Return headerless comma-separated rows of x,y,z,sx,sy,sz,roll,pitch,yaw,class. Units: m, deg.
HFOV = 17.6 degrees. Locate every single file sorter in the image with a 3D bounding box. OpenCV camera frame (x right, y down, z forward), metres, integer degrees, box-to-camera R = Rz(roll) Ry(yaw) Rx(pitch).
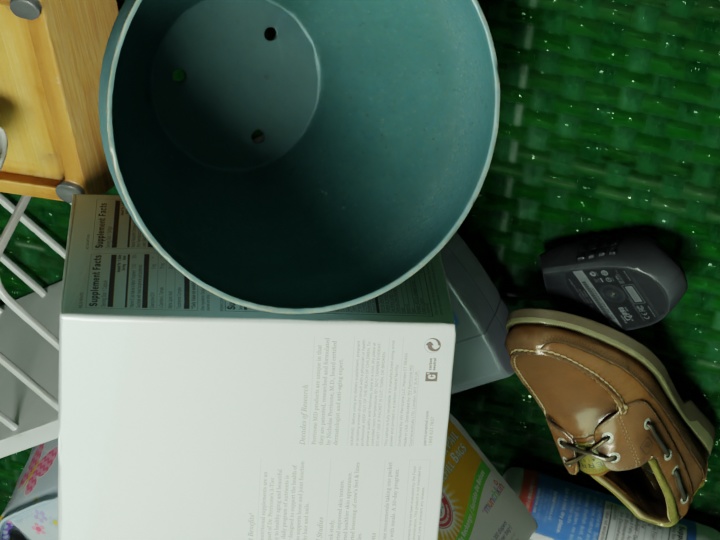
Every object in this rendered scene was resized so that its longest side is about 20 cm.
-0.219,0.019,1.411,0.199,0.139,0.125,-20,127,40,file sorter

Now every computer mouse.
0.104,0.007,1.353,0.199,0.034,0.059,-5,135,38,computer mouse

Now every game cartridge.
0.000,0.000,1.353,0.133,0.041,0.200,-23,120,39,game cartridge

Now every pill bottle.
0.174,0.208,1.512,0.199,0.113,0.113,18,144,0,pill bottle

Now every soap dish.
-0.207,-0.124,1.262,0.156,0.082,0.201,9,143,12,soap dish

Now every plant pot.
-0.046,-0.090,1.176,0.200,0.201,0.135,34,178,-22,plant pot

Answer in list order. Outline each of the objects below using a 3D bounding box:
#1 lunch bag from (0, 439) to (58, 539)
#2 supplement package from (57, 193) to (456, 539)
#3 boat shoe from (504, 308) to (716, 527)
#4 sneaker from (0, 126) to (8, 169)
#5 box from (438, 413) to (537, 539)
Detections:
-0.135,0.109,1.463,0.199,0.170,0.127,-23,126,38,lunch bag
-0.059,0.058,1.241,0.198,0.151,0.153,2,116,-5,supplement package
0.149,0.089,1.369,0.072,0.068,0.200,-2,152,43,boat shoe
-0.238,-0.043,1.248,0.099,0.075,0.201,14,144,7,sneaker
-0.008,0.186,1.402,0.200,0.113,0.102,-37,95,29,box
